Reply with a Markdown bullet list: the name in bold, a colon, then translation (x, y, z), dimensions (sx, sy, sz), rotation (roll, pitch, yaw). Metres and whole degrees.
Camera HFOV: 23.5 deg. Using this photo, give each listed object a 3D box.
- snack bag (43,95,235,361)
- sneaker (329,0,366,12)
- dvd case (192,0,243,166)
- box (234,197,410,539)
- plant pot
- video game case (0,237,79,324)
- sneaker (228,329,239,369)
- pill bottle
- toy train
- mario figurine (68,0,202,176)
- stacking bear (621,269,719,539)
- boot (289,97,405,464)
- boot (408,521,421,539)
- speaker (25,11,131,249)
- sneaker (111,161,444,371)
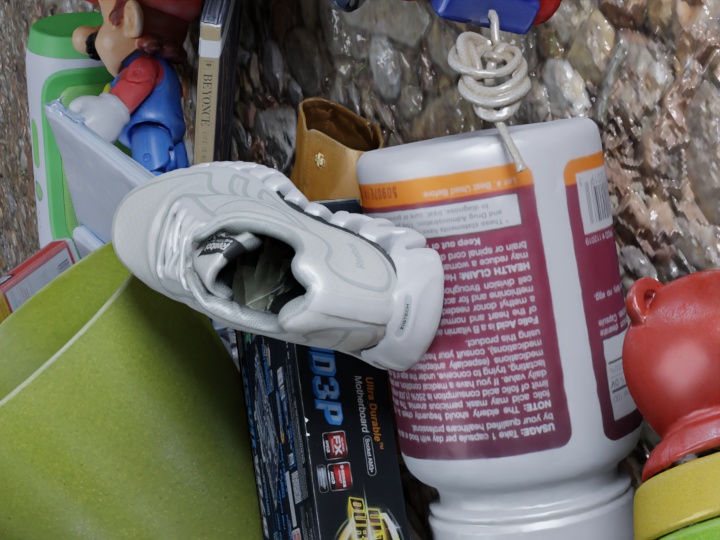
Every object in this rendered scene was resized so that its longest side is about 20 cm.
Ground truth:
- **snack bag**: translation (-0.134, 0.008, 1.089), dimensions (0.189, 0.021, 0.200), rotation (36, 144, 44)
- **sneaker**: translation (-0.068, -0.184, 0.905), dimensions (0.146, 0.202, 0.077), rotation (62, -169, -5)
- **dvd case**: translation (-0.090, -0.098, 1.088), dimensions (0.149, 0.016, 0.200), rotation (-85, 1, -56)
- **box**: translation (-0.023, 0.080, 0.875), dimensions (0.159, 0.046, 0.200), rotation (130, 133, -71)
- **plant pot**: translation (-0.126, 0.113, 0.980), dimensions (0.200, 0.187, 0.187), rotation (51, 158, -16)
- **video game case**: translation (-0.217, 0.083, 1.089), dimensions (0.017, 0.200, 0.143), rotation (-7, 111, 28)
- **sneaker**: translation (-0.099, 0.037, 1.176), dimensions (0.105, 0.076, 0.200), rotation (61, 150, 31)
- **pill bottle**: translation (0.068, 0.036, 0.802), dimensions (0.114, 0.114, 0.200), rotation (2, 102, 63)
- **toy train**: translation (0.070, -0.154, 0.743), dimensions (0.116, 0.085, 0.200), rotation (-53, 44, 40)
- **mario figurine**: translation (-0.161, -0.119, 1.180), dimensions (0.123, 0.106, 0.200), rotation (158, 107, -66)
- **stacking bear**: translation (0.156, 0.094, 0.671), dimensions (0.114, 0.121, 0.200), rotation (-40, 56, 53)
- **boot**: translation (0.000, 0.000, 0.969), dimensions (0.201, 0.071, 0.144), rotation (-128, 36, -48)
- **boot**: translation (-0.003, 0.185, 1.048), dimensions (0.200, 0.073, 0.090), rotation (53, 139, 39)
- **speaker**: translation (-0.207, -0.091, 1.322), dimensions (0.088, 0.088, 0.200), rotation (36, 132, 53)
- **sneaker**: translation (-0.056, -0.008, 0.775), dimensions (0.200, 0.081, 0.075), rotation (16, 99, 45)
